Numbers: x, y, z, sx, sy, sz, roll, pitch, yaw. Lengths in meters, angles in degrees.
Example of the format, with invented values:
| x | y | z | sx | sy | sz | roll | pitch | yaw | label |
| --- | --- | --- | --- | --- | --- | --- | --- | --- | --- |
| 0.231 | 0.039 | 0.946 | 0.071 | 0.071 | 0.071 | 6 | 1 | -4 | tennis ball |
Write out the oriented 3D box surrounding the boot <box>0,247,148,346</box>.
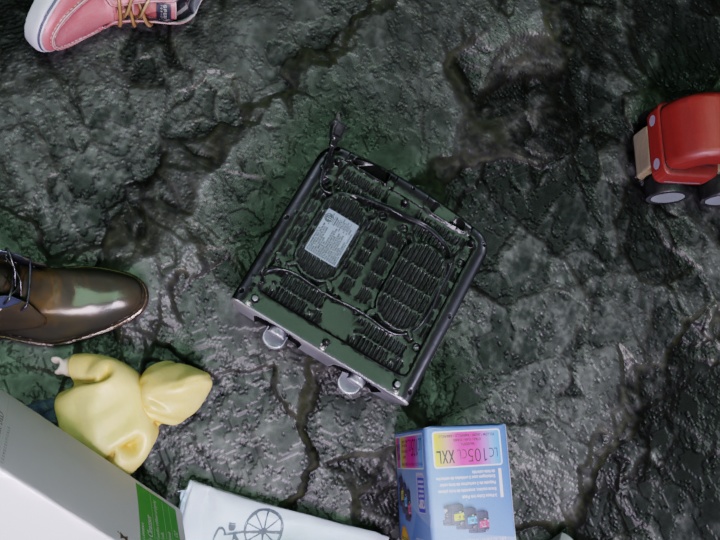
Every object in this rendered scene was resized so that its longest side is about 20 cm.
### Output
| x | y | z | sx | sy | sz | roll | pitch | yaw | label |
| --- | --- | --- | --- | --- | --- | --- | --- | --- | --- |
| -0.286 | 0.024 | 0.723 | 0.198 | 0.097 | 0.075 | -4 | 78 | -11 | boot |

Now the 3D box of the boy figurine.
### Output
| x | y | z | sx | sy | sz | roll | pitch | yaw | label |
| --- | --- | --- | --- | --- | --- | --- | --- | --- | --- |
| -0.227 | 0.125 | 0.728 | 0.199 | 0.064 | 0.125 | -25 | 82 | -16 | boy figurine |

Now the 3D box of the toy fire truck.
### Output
| x | y | z | sx | sy | sz | roll | pitch | yaw | label |
| --- | --- | --- | --- | --- | --- | --- | --- | --- | --- |
| 0.391 | -0.122 | 0.826 | 0.174 | 0.200 | 0.130 | 2 | 76 | -10 | toy fire truck |

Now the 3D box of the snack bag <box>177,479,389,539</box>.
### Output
| x | y | z | sx | sy | sz | roll | pitch | yaw | label |
| --- | --- | --- | --- | --- | --- | --- | --- | --- | --- |
| -0.089 | 0.302 | 0.735 | 0.198 | 0.021 | 0.190 | 18 | 74 | -7 | snack bag |

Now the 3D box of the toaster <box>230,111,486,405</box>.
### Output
| x | y | z | sx | sy | sz | roll | pitch | yaw | label |
| --- | --- | --- | --- | --- | --- | --- | --- | --- | --- |
| 0.000 | 0.000 | 0.769 | 0.180 | 0.119 | 0.201 | 30 | 74 | -3 | toaster |

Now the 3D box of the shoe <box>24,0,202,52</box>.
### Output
| x | y | z | sx | sy | sz | roll | pitch | yaw | label |
| --- | --- | --- | --- | --- | --- | --- | --- | --- | --- |
| -0.223 | -0.266 | 0.814 | 0.091 | 0.072 | 0.200 | 38 | 69 | 6 | shoe |

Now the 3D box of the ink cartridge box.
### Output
| x | y | z | sx | sy | sz | roll | pitch | yaw | label |
| --- | --- | --- | --- | --- | --- | --- | --- | --- | --- |
| 0.081 | 0.236 | 0.720 | 0.076 | 0.136 | 0.202 | -3 | 77 | -9 | ink cartridge box |

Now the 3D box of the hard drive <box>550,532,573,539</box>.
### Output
| x | y | z | sx | sy | sz | roll | pitch | yaw | label |
| --- | --- | --- | --- | --- | --- | --- | --- | --- | --- |
| 0.195 | 0.333 | 0.709 | 0.132 | 0.027 | 0.200 | 45 | 30 | 1 | hard drive |

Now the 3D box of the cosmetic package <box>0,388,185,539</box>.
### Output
| x | y | z | sx | sy | sz | roll | pitch | yaw | label |
| --- | --- | --- | --- | --- | --- | --- | --- | --- | --- |
| -0.232 | 0.192 | 0.641 | 0.085 | 0.108 | 0.200 | -43 | 118 | 2 | cosmetic package |
